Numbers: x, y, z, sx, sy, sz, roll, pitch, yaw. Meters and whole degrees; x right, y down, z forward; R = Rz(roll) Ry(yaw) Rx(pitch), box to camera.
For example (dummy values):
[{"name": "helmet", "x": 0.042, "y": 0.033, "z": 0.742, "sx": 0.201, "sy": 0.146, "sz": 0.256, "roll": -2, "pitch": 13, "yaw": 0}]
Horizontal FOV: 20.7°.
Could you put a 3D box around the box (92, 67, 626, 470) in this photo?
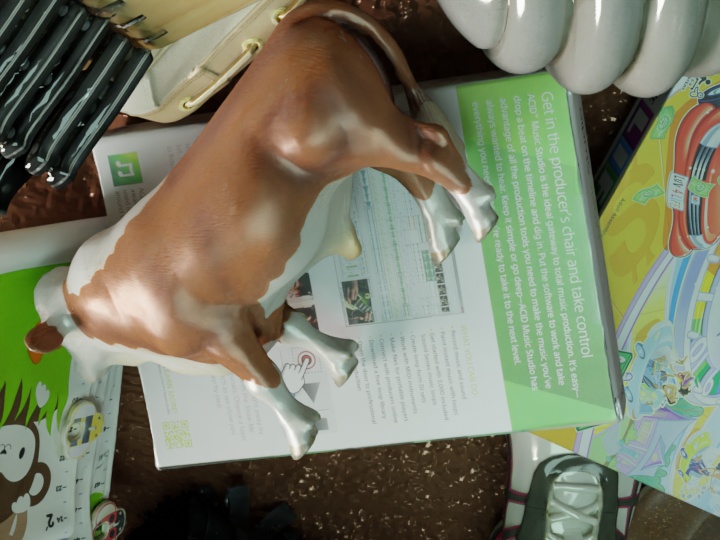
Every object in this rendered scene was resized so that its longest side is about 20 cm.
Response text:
[{"name": "box", "x": 0.000, "y": 0.000, "z": 0.799, "sx": 0.199, "sy": 0.036, "sz": 0.145, "roll": -6, "pitch": 103, "yaw": 16}]

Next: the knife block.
[{"name": "knife block", "x": -0.103, "y": -0.124, "z": 0.697, "sx": 0.175, "sy": 0.201, "sz": 0.064, "roll": -17, "pitch": 142, "yaw": 40}]

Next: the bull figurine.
[{"name": "bull figurine", "x": -0.040, "y": -0.007, "z": 0.754, "sx": 0.121, "sy": 0.065, "sz": 0.200, "roll": 37, "pitch": 115, "yaw": -6}]

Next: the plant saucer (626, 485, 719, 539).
[{"name": "plant saucer", "x": 0.201, "y": 0.178, "z": 0.925, "sx": 0.037, "sy": 0.200, "sz": 0.201, "roll": -11, "pitch": 139, "yaw": -46}]

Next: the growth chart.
[{"name": "growth chart", "x": -0.137, "y": 0.069, "z": 0.828, "sx": 0.018, "sy": 0.145, "sz": 0.201, "roll": 18, "pitch": 115, "yaw": 27}]

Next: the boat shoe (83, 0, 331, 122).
[{"name": "boat shoe", "x": -0.031, "y": -0.131, "z": 0.740, "sx": 0.200, "sy": 0.074, "sz": 0.069, "roll": -38, "pitch": 143, "yaw": 17}]

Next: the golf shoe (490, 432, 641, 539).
[{"name": "golf shoe", "x": 0.100, "y": 0.110, "z": 0.905, "sx": 0.077, "sy": 0.088, "sz": 0.201, "roll": 3, "pitch": 124, "yaw": -3}]

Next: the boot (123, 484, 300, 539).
[{"name": "boot", "x": -0.068, "y": 0.207, "z": 0.974, "sx": 0.162, "sy": 0.073, "sz": 0.198, "roll": 30, "pitch": 112, "yaw": -25}]

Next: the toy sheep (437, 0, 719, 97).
[{"name": "toy sheep", "x": 0.092, "y": -0.125, "z": 0.706, "sx": 0.199, "sy": 0.138, "sz": 0.138, "roll": -3, "pitch": 126, "yaw": -7}]

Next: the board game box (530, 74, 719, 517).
[{"name": "board game box", "x": 0.155, "y": -0.003, "z": 0.821, "sx": 0.134, "sy": 0.034, "sz": 0.201, "roll": 24, "pitch": 107, "yaw": -13}]
